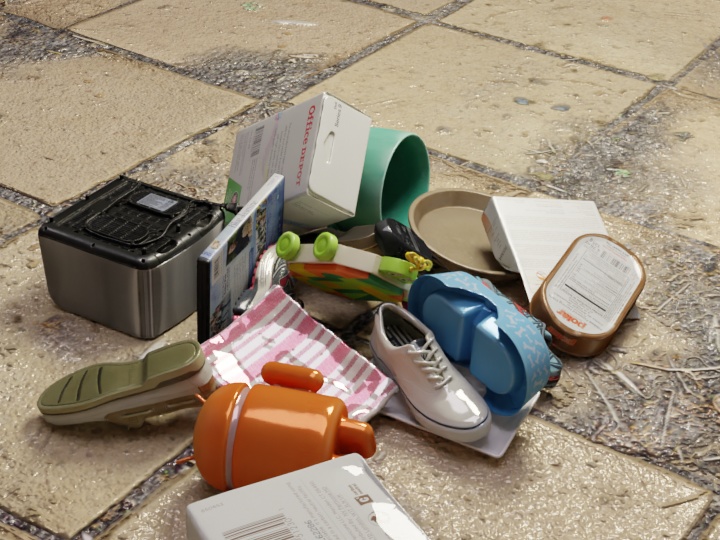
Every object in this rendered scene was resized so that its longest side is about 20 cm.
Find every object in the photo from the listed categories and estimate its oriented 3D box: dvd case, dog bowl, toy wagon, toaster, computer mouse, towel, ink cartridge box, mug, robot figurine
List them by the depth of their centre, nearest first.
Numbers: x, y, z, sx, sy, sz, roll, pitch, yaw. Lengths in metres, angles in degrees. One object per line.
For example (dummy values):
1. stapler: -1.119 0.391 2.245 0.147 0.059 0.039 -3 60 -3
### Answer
1. robot figurine: -0.085 0.176 1.440 0.197 0.146 0.117 8 14 9
2. dog bowl: 0.132 0.074 1.561 0.049 0.113 0.200 -21 43 -33
3. towel: -0.075 0.114 1.562 0.199 0.030 0.146 38 59 24
4. toy wagon: 0.000 0.000 1.647 0.154 0.040 0.199 26 -15 -39
5. dvd case: -0.144 -0.009 1.702 0.017 0.144 0.200 18 40 16
6. toaster: -0.271 -0.022 1.759 0.198 0.120 0.181 17 34 24
7. computer mouse: 0.088 -0.005 1.760 0.199 0.034 0.059 32 22 -30
8. ink cartridge box: 0.259 -0.007 1.832 0.160 0.050 0.202 2 52 -21
9. ink cartridge box: -0.086 -0.128 1.837 0.087 0.147 0.199 23 -25 -32
10. mug: 0.005 -0.110 1.899 0.113 0.154 0.185 11 32 27

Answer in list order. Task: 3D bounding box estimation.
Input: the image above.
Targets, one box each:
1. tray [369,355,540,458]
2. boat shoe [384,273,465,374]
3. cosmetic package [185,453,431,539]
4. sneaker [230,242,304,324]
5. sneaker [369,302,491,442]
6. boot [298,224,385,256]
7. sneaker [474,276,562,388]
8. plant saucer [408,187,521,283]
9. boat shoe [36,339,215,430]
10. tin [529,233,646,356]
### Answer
1. tray: 0.092 0.145 1.584 0.198 0.022 0.108 19 49 26
2. boat shoe: 0.079 0.065 1.691 0.073 0.067 0.200 -11 33 -22
3. cosmetic package: -0.038 0.293 1.159 0.165 0.202 0.167 -14 34 -25
4. sneaker: -0.098 0.039 1.711 0.074 0.081 0.201 8 35 9
5. sneaker: 0.070 0.111 1.554 0.073 0.071 0.200 -30 48 -22
6. boot: -0.041 -0.012 1.814 0.073 0.076 0.199 -32 22 -36
7. sneaker: 0.178 0.082 1.686 0.094 0.080 0.201 10 31 -23
8. plant saucer: 0.157 -0.045 1.892 0.197 0.030 0.201 11 34 -8
9. boat shoe: -0.254 0.139 1.536 0.197 0.069 0.075 -15 33 12
10. tin: 0.284 0.026 1.754 0.111 0.042 0.200 31 45 11
